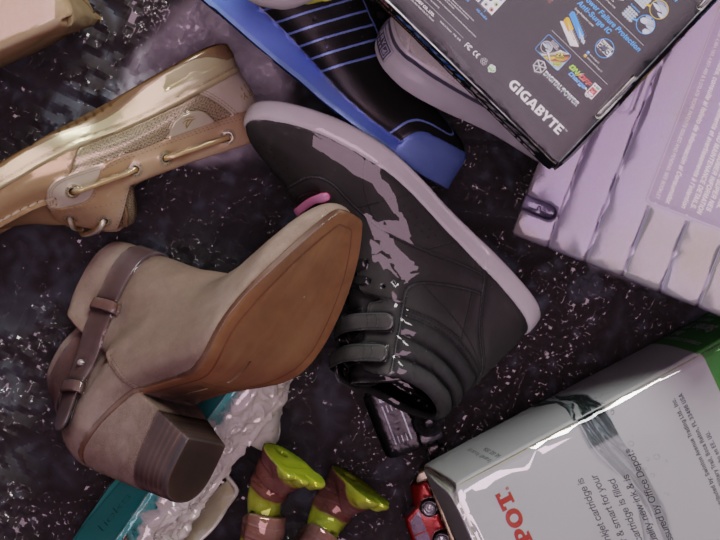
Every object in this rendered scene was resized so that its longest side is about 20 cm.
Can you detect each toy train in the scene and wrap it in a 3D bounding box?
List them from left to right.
[{"bbox_3d":[0.047,0.141,1.227,0.045,0.034,0.202,-21,97,5],"label":"toy train"}]

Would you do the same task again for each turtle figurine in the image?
[{"bbox_3d":[-0.049,0.185,1.217,0.199,0.064,0.162,26,98,-24],"label":"turtle figurine"}]

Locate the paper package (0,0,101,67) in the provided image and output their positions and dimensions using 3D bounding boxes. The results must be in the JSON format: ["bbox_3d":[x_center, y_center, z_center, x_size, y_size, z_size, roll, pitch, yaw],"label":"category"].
[{"bbox_3d":[-0.269,-0.178,1.147,0.198,0.103,0.192,-23,96,3],"label":"paper package"}]

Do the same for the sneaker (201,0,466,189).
[{"bbox_3d":[-0.009,-0.131,1.173,0.200,0.070,0.078,40,92,-8],"label":"sneaker"}]

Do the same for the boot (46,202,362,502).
[{"bbox_3d":[-0.095,0.023,1.160,0.070,0.146,0.201,31,96,-44],"label":"boot"}]

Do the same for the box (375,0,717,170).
[{"bbox_3d":[0.077,-0.174,1.051,0.200,0.046,0.159,43,90,1],"label":"box"}]

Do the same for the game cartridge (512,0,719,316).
[{"bbox_3d":[0.171,-0.089,1.101,0.129,0.038,0.202,21,101,2],"label":"game cartridge"}]

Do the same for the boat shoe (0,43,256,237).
[{"bbox_3d":[-0.146,-0.050,1.181,0.199,0.071,0.065,-29,96,2],"label":"boat shoe"}]

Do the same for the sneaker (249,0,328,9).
[{"bbox_3d":[0.010,-0.195,1.137,0.199,0.105,0.076,-38,89,-13],"label":"sneaker"}]

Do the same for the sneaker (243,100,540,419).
[{"bbox_3d":[0.000,0.000,1.160,0.200,0.071,0.100,41,65,-13],"label":"sneaker"}]

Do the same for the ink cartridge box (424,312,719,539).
[{"bbox_3d":[0.153,0.130,1.185,0.199,0.083,0.148,-26,98,-9],"label":"ink cartridge box"}]

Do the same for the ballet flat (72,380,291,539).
[{"bbox_3d":[-0.086,0.098,1.212,0.072,0.072,0.201,36,98,-5],"label":"ballet flat"}]

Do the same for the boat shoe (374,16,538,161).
[{"bbox_3d":[0.108,-0.103,1.152,0.199,0.071,0.070,24,130,-19],"label":"boat shoe"}]
